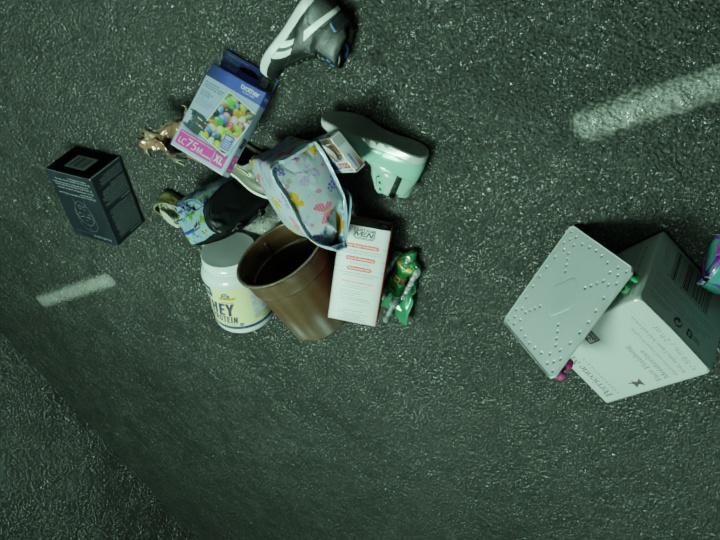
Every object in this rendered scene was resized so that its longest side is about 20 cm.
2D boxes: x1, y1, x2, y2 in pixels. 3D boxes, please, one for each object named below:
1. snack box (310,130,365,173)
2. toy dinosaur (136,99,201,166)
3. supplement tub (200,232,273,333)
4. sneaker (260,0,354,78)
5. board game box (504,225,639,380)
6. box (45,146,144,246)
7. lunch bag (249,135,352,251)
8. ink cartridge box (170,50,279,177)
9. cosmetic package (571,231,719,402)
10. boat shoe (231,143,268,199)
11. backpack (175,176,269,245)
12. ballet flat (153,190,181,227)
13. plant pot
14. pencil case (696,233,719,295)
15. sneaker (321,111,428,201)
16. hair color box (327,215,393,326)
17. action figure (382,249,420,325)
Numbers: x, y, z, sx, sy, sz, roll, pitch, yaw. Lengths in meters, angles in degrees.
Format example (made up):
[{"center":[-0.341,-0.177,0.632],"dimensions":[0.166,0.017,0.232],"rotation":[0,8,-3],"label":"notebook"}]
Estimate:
[{"center":[-0.047,-0.205,1.286],"dimensions":[0.072,0.024,0.200],"rotation":[49,173,-15],"label":"snack box"},{"center":[-0.327,-0.247,1.426],"dimensions":[0.200,0.086,0.136],"rotation":[33,110,22],"label":"toy dinosaur"},{"center":[-0.281,0.028,1.677],"dimensions":[0.144,0.145,0.201],"rotation":[15,136,25],"label":"supplement tub"},{"center":[-0.084,-0.356,1.207],"dimensions":[0.112,0.073,0.200],"rotation":[43,139,-5],"label":"sneaker"},{"center":[0.324,0.047,1.149],"dimensions":[0.026,0.200,0.200],"rotation":[28,104,-20],"label":"board game box"},{"center":[-0.637,-0.179,1.772],"dimensions":[0.148,0.107,0.201],"rotation":[15,135,24],"label":"box"},{"center":[-0.098,-0.138,1.354],"dimensions":[0.201,0.127,0.170],"rotation":[64,167,-21],"label":"lunch bag"},{"center":[-0.246,-0.286,1.328],"dimensions":[0.119,0.201,0.042],"rotation":[31,-175,8],"label":"ink cartridge box"},{"center":[0.436,0.079,1.168],"dimensions":[0.165,0.165,0.200],"rotation":[44,141,-8],"label":"cosmetic package"},{"center":[-0.215,-0.207,1.454],"dimensions":[0.201,0.072,0.060],"rotation":[31,146,14],"label":"boat shoe"},{"center":[-0.305,-0.125,1.553],"dimensions":[0.154,0.163,0.200],"rotation":[49,147,-1],"label":"backpack"},{"center":[-0.389,-0.113,1.683],"dimensions":[0.199,0.071,0.071],"rotation":[30,141,9],"label":"ballet flat"},{"center":[-0.124,0.031,1.536],"dimensions":[0.200,0.201,0.199],"rotation":[0,135,37],"label":"plant pot"},{"center":[0.597,0.023,1.056],"dimensions":[0.199,0.085,0.092],"rotation":[25,166,14],"label":"pencil case"},{"center":[0.012,-0.195,1.288],"dimensions":[0.200,0.074,0.118],"rotation":[26,134,10],"label":"sneaker"},{"center":[0.000,0.000,1.427],"dimensions":[0.101,0.061,0.201],"rotation":[11,112,5],"label":"hair color box"},{"center":[0.073,0.025,1.484],"dimensions":[0.118,0.055,0.200],"rotation":[34,137,9],"label":"action figure"}]
